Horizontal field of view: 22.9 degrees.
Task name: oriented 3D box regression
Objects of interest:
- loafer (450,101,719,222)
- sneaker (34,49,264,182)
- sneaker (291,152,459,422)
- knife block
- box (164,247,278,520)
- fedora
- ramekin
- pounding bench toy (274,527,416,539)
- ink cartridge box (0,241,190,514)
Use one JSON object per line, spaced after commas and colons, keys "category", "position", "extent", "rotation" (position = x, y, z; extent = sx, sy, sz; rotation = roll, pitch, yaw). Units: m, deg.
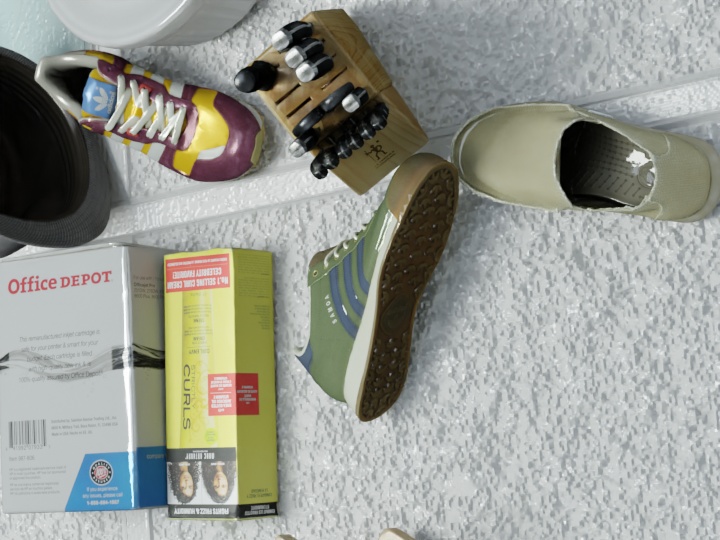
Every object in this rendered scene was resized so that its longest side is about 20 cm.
{"category": "loafer", "position": [0.137, -0.075, 1.160], "extent": [0.199, 0.068, 0.076], "rotation": [8, 91, 36]}
{"category": "sneaker", "position": [-0.166, -0.119, 1.367], "extent": [0.199, 0.090, 0.075], "rotation": [21, 98, 35]}
{"category": "sneaker", "position": [0.000, 0.000, 1.240], "extent": [0.090, 0.067, 0.201], "rotation": [31, 118, 34]}
{"category": "knife block", "position": [-0.038, -0.138, 1.191], "extent": [0.064, 0.176, 0.200], "rotation": [-37, 48, 11]}
{"category": "box", "position": [-0.105, 0.086, 1.332], "extent": [0.075, 0.050, 0.201], "rotation": [-4, 84, 36]}
{"category": "fedora", "position": [-0.295, -0.081, 1.413], "extent": [0.090, 0.176, 0.201], "rotation": [-40, 63, 38]}
{"category": "ramekin", "position": [-0.149, -0.265, 1.365], "extent": [0.202, 0.094, 0.203], "rotation": [-3, 85, 36]}
{"category": "pounding bench toy", "position": [0.037, 0.271, 1.150], "extent": [0.200, 0.156, 0.125], "rotation": [30, 103, 33]}
{"category": "ink cartridge box", "position": [-0.205, 0.086, 1.383], "extent": [0.144, 0.084, 0.201], "rotation": [-6, 84, 35]}
